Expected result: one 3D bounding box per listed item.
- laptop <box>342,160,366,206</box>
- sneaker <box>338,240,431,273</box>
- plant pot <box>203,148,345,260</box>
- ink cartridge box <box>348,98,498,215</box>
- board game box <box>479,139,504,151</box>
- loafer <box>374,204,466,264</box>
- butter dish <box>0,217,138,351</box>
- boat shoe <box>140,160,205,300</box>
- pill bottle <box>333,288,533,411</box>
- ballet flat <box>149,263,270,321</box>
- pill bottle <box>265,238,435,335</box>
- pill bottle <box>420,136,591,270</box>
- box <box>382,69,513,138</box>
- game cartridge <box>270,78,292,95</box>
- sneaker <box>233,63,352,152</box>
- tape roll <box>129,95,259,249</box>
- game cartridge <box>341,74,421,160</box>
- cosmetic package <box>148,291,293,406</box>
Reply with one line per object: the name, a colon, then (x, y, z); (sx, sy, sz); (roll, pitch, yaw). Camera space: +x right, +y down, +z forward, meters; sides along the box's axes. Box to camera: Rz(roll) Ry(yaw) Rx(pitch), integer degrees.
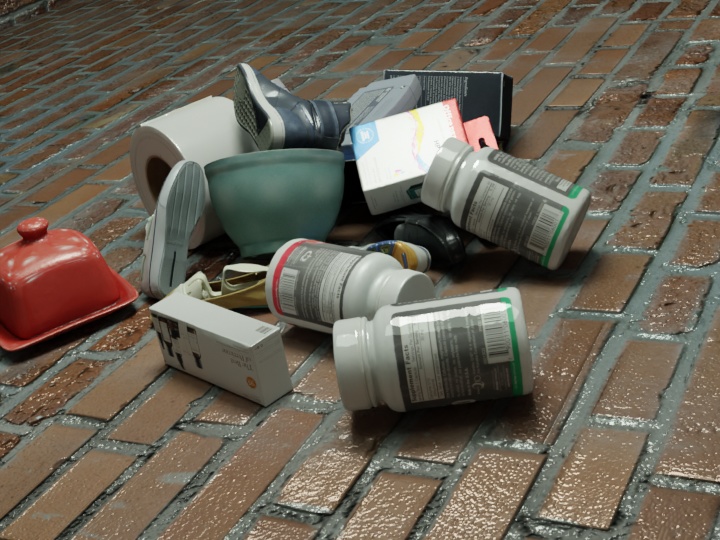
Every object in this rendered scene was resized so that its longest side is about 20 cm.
laptop: (0.043, -0.169, 1.748); (0.186, 0.117, 0.201); (-5, 32, 12)
sneaker: (0.000, 0.000, 1.491); (0.199, 0.076, 0.088); (-1, 1, 30)
plant pot: (-0.113, -0.086, 1.570); (0.198, 0.135, 0.200); (-6, -3, 0)
ink cartridge box: (0.094, -0.165, 1.578); (0.198, 0.067, 0.117); (-16, 59, 4)
board game box: (0.121, -0.205, 1.842); (0.199, 0.033, 0.120); (8, 12, 39)
loafer: (0.081, -0.043, 1.535); (0.070, 0.069, 0.200); (-27, 23, -14)
butter dish: (-0.437, -0.002, 1.559); (0.199, 0.149, 0.199); (-23, 28, -25)
boat shoe: (-0.276, -0.059, 1.584); (0.066, 0.202, 0.073); (2, -15, 41)
pill bottle: (0.077, 0.087, 1.185); (0.198, 0.114, 0.113); (-8, 25, 6)
ballet flat: (-0.190, 0.024, 1.501); (0.198, 0.063, 0.069); (-11, 27, 1)
pill bottle: (-0.011, 0.028, 1.365); (0.199, 0.112, 0.110); (12, 33, 39)
pill bottle: (0.186, -0.091, 1.452); (0.199, 0.114, 0.113); (27, 37, 14)
box: (0.147, -0.276, 1.873); (0.198, 0.108, 0.148); (3, 7, 15)
game cartridge: (-0.120, -0.185, 1.722); (0.038, 0.200, 0.130); (-27, 73, -28)
sneaker: (-0.095, -0.228, 1.598); (0.145, 0.077, 0.203); (-5, 40, -25)
tape roll: (-0.244, -0.150, 1.729); (0.139, 0.204, 0.202); (-29, 30, -33)
game cartridge: (0.008, -0.233, 1.739); (0.132, 0.042, 0.200); (2, 40, 41)
cosmetic package: (-0.168, 0.091, 1.333); (0.199, 0.083, 0.051); (15, 37, 44)
